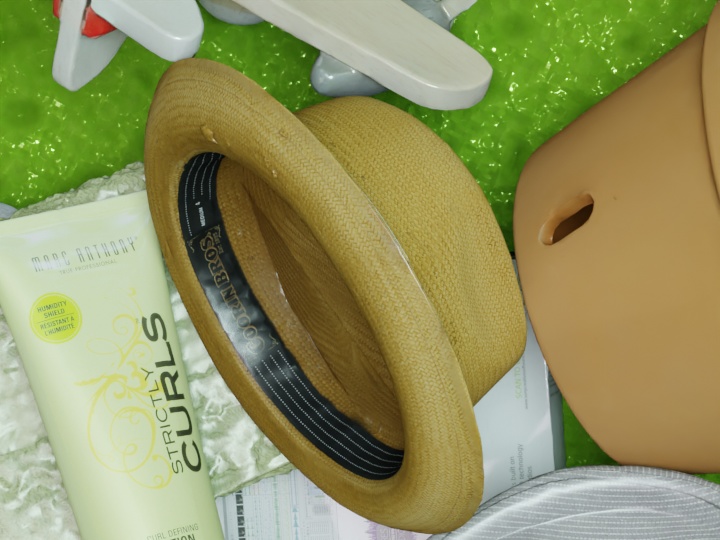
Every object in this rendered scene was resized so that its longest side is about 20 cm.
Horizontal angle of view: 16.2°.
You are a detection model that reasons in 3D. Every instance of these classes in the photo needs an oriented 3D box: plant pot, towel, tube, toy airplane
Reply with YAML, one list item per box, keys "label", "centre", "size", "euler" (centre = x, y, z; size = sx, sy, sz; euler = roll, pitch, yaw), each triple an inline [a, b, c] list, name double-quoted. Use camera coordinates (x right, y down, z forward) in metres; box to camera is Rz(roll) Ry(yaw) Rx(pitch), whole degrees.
- label: "plant pot"
  centre: [0.151, -0.005, 0.955]
  size: [0.140, 0.200, 0.201]
  euler: [-21, 89, 28]
- label: "towel"
  centre: [-0.099, 0.035, 1.027]
  size: [0.200, 0.036, 0.149]
  euler: [-24, 86, -2]
- label: "tube"
  centre: [-0.091, 0.070, 0.981]
  size: [0.052, 0.058, 0.200]
  euler: [-19, 82, 22]
- label: "toy airplane"
  centre: [-0.054, -0.137, 1.006]
  size: [0.199, 0.141, 0.200]
  euler: [-6, 62, -4]

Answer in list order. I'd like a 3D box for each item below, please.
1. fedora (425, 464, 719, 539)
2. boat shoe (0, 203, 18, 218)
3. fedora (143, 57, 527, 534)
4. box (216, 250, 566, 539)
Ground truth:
- label: "fedora"
  centre: [0.084, 0.135, 0.939]
  size: [0.199, 0.177, 0.090]
  euler: [-1, 132, 18]
- label: "boat shoe"
  centre: [-0.157, 0.073, 1.076]
  size: [0.072, 0.071, 0.201]
  euler: [-4, 80, -6]
- label: "fedora"
  centre: [0.000, 0.000, 0.938]
  size: [0.082, 0.201, 0.201]
  euler: [-30, 86, -25]
- label: "box"
  centre: [-0.014, 0.068, 1.065]
  size: [0.199, 0.036, 0.145]
  euler: [-3, 93, 11]
